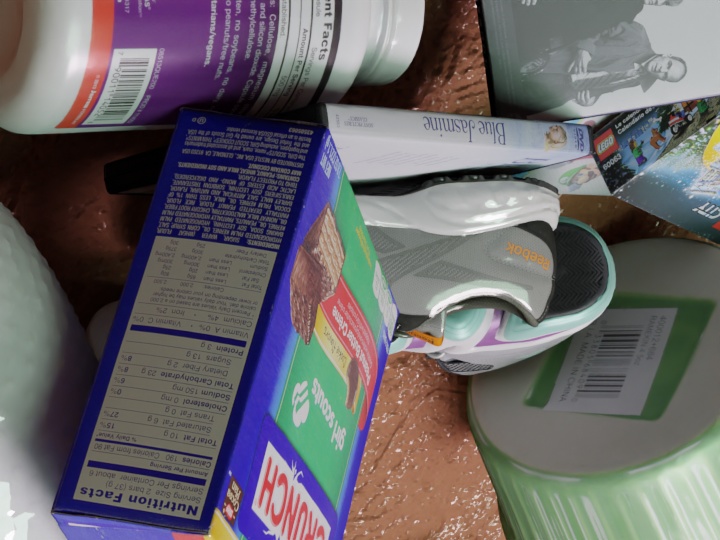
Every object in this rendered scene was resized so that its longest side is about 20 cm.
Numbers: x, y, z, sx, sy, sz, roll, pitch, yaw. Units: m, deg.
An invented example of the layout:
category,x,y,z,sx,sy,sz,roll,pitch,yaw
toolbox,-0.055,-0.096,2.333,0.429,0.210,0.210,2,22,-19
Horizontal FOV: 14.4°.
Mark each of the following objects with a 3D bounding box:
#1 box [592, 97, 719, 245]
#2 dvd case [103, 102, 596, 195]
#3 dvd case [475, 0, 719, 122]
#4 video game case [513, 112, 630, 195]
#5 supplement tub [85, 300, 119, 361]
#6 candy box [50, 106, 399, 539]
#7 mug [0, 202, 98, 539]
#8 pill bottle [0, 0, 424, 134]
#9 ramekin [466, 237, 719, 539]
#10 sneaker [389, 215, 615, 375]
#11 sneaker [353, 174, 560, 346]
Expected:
category,x,y,z,sx,sy,sz,roll,pitch,yaw
box,0.230,-0.069,1.514,0.136,0.038,0.200,-37,148,24
dvd case,-0.003,-0.053,1.349,0.142,0.018,0.200,-13,171,40
dvd case,0.153,-0.156,1.370,0.199,0.025,0.151,-9,106,-4
video game case,0.177,-0.087,1.506,0.199,0.018,0.143,1,144,-35
supplement tub,-0.113,0.130,1.423,0.144,0.145,0.201,5,121,-37
candy box,-0.052,0.059,1.244,0.169,0.077,0.201,67,34,-58
mug,-0.195,0.034,1.251,0.147,0.200,0.176,-20,116,-3
pill bottle,-0.075,-0.119,1.269,0.199,0.113,0.113,-4,126,-33
ramekin,0.154,0.076,1.531,0.200,0.200,0.098,-34,130,-6
sneaker,0.028,0.022,1.489,0.199,0.078,0.140,3,165,-2
sneaker,0.000,0.000,1.384,0.199,0.080,0.074,-5,174,1
